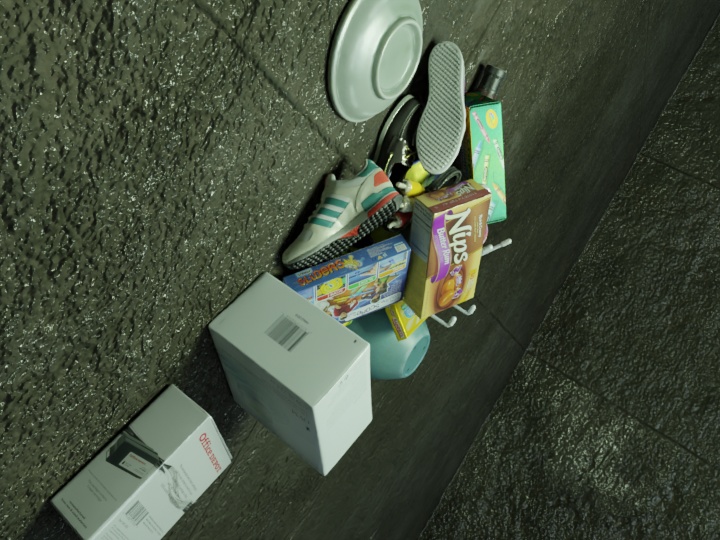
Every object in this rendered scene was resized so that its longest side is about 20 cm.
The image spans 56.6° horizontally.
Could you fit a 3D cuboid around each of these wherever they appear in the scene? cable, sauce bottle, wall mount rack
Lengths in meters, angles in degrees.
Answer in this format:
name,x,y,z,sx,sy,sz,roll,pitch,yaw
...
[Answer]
name,x,y,z,sx,sy,sz,roll,pitch,yaw
cable,0.102,-0.109,1.061,0.198,0.050,0.099,-17,132,-45
sauce bottle,0.209,-0.275,1.231,0.066,0.065,0.204,-5,119,-60
wall mount rack,0.202,0.010,1.258,0.199,0.074,0.177,-17,132,-60

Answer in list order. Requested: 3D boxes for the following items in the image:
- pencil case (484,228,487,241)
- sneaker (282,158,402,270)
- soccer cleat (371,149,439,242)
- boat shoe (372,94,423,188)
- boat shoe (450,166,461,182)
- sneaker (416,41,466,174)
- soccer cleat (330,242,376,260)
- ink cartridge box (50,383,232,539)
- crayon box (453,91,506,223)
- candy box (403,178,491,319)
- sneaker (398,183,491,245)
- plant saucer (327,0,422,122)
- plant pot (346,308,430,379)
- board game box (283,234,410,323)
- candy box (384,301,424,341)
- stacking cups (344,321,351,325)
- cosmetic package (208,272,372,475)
name,x,y,z,sx,sy,sz,roll,pitch,yaw
pencil case,0.179,-0.052,1.314,0.088,0.087,0.200,-49,179,-20
sneaker,-0.040,-0.082,0.969,0.198,0.095,0.070,-33,166,7
soccer cleat,0.072,-0.140,1.120,0.202,0.064,0.084,-53,129,-7
boat shoe,0.055,-0.171,1.051,0.071,0.060,0.205,4,113,-62
boat shoe,0.131,-0.118,1.240,0.065,0.073,0.201,-49,174,-49
sneaker,0.136,-0.241,1.060,0.114,0.071,0.206,42,57,-77
soccer cleat,0.000,-0.001,1.104,0.199,0.083,0.066,-19,135,-54
ink cartridge box,-0.276,0.273,0.876,0.200,0.083,0.146,-45,152,-27
crayon box,0.202,-0.196,1.158,0.057,0.119,0.205,-10,113,-6
candy box,0.135,-0.032,1.055,0.115,0.056,0.203,-19,133,-27
sneaker,0.132,-0.090,1.133,0.199,0.101,0.075,-38,121,22
plant saucer,0.035,-0.291,0.900,0.200,0.050,0.203,-44,151,-32
plant pot,0.056,0.130,1.292,0.200,0.133,0.203,-43,151,-31
board game box,-0.021,0.030,1.032,0.196,0.035,0.137,-20,146,-18
candy box,0.095,0.045,1.231,0.199,0.026,0.104,-35,106,-59
stacking cups,-0.006,0.037,1.180,0.200,0.060,0.061,-44,152,-41
cosmetic package,-0.093,0.150,0.952,0.123,0.197,0.202,-44,150,-28
